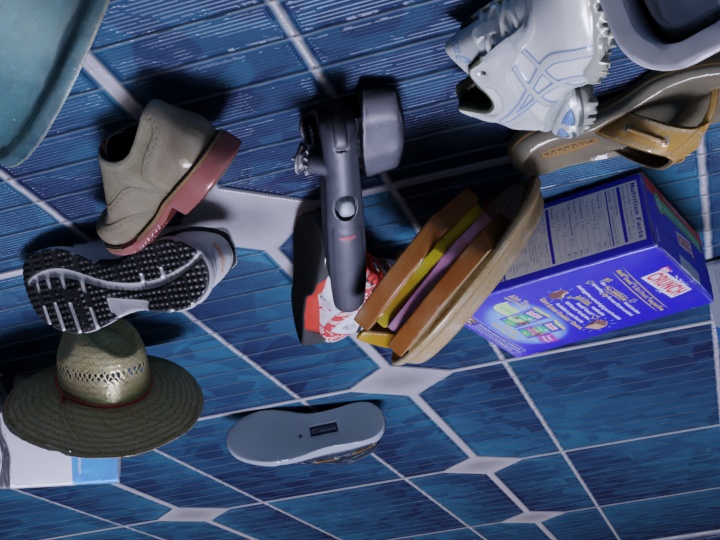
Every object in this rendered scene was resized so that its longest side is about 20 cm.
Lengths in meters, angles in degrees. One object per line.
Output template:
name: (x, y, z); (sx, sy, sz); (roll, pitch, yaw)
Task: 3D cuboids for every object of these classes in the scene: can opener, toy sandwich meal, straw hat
can opener: (-0.010, -0.043, 0.859); (0.078, 0.064, 0.201); (2, 133, -1)
toy sandwich meal: (0.064, -0.008, 0.928); (0.070, 0.205, 0.205); (37, 148, -3)
straw hat: (-0.244, 0.089, 1.130); (0.200, 0.201, 0.085); (-3, 116, -7)

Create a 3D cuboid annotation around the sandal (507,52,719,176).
sandal: (0.202, -0.098, 0.858); (0.199, 0.054, 0.080); (-18, 154, 26)

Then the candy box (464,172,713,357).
candy box: (0.191, 0.001, 1.059); (0.199, 0.077, 0.169); (-17, 154, 26)

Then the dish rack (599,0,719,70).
dish rack: (0.179, -0.193, 0.494); (0.200, 0.172, 0.043); (-27, 162, 39)

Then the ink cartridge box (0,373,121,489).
ink cartridge box: (-0.345, 0.161, 1.210); (0.199, 0.085, 0.145); (-2, -170, -11)

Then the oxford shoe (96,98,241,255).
oxford shoe: (-0.154, -0.070, 0.847); (0.075, 0.071, 0.200); (38, 146, -15)

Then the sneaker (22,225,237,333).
sneaker: (-0.188, 0.004, 0.975); (0.199, 0.074, 0.080); (-4, -164, 26)

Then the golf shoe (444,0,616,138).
golf shoe: (0.100, -0.138, 0.717); (0.097, 0.079, 0.200); (-1, 156, 2)

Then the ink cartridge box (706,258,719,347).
ink cartridge box: (0.445, 0.044, 1.132); (0.199, 0.147, 0.086); (-17, 154, 23)

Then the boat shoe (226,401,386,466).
boat shoe: (-0.067, 0.219, 1.505); (0.199, 0.071, 0.091); (-6, 153, -6)

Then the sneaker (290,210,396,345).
sneaker: (0.000, -0.001, 1.027); (0.107, 0.068, 0.202); (-11, 154, -12)

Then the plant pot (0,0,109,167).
plant pot: (-0.198, -0.165, 0.448); (0.195, 0.201, 0.200); (17, 149, -27)
